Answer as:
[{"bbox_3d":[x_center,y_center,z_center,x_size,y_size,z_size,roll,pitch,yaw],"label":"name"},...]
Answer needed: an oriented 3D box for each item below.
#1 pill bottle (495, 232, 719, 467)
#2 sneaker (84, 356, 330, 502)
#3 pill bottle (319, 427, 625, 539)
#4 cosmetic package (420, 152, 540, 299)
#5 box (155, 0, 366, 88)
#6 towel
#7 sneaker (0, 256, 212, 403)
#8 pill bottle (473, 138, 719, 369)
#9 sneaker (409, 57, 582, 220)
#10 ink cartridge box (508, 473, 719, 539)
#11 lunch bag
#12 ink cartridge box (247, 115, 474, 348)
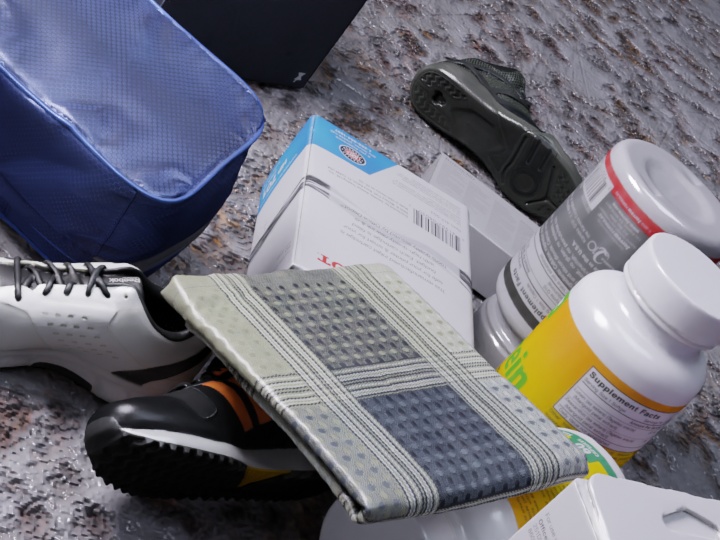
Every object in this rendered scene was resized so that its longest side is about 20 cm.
[{"bbox_3d":[0.168,0.071,1.051,0.111,0.200,0.111,29,31,-19],"label":"pill bottle"},{"bbox_3d":[-0.081,0.079,0.863,0.200,0.070,0.091,15,56,-47],"label":"sneaker"},{"bbox_3d":[0.070,0.158,0.907,0.199,0.113,0.113,-2,49,-49],"label":"pill bottle"},{"bbox_3d":[0.126,-0.007,1.262,0.200,0.051,0.083,37,31,-6],"label":"cosmetic package"},{"bbox_3d":[-0.128,-0.270,1.256,0.199,0.123,0.199,2,48,-48],"label":"box"},{"bbox_3d":[0.007,0.066,0.861,0.192,0.035,0.200,-4,39,-46],"label":"towel"},{"bbox_3d":[-0.170,0.017,0.858,0.199,0.080,0.074,19,37,-31],"label":"sneaker"},{"bbox_3d":[0.176,0.008,1.146,0.114,0.200,0.114,29,31,-19],"label":"pill bottle"},{"bbox_3d":[0.148,-0.132,1.433,0.199,0.076,0.114,41,35,12],"label":"sneaker"},{"bbox_3d":[0.117,0.205,0.799,0.144,0.200,0.085,15,41,-33],"label":"ink cartridge box"},{"bbox_3d":[-0.177,-0.091,0.947,0.200,0.132,0.136,44,45,4],"label":"lunch bag"},{"bbox_3d":[0.000,0.000,1.070,0.146,0.086,0.200,30,32,-17],"label":"ink cartridge box"}]
